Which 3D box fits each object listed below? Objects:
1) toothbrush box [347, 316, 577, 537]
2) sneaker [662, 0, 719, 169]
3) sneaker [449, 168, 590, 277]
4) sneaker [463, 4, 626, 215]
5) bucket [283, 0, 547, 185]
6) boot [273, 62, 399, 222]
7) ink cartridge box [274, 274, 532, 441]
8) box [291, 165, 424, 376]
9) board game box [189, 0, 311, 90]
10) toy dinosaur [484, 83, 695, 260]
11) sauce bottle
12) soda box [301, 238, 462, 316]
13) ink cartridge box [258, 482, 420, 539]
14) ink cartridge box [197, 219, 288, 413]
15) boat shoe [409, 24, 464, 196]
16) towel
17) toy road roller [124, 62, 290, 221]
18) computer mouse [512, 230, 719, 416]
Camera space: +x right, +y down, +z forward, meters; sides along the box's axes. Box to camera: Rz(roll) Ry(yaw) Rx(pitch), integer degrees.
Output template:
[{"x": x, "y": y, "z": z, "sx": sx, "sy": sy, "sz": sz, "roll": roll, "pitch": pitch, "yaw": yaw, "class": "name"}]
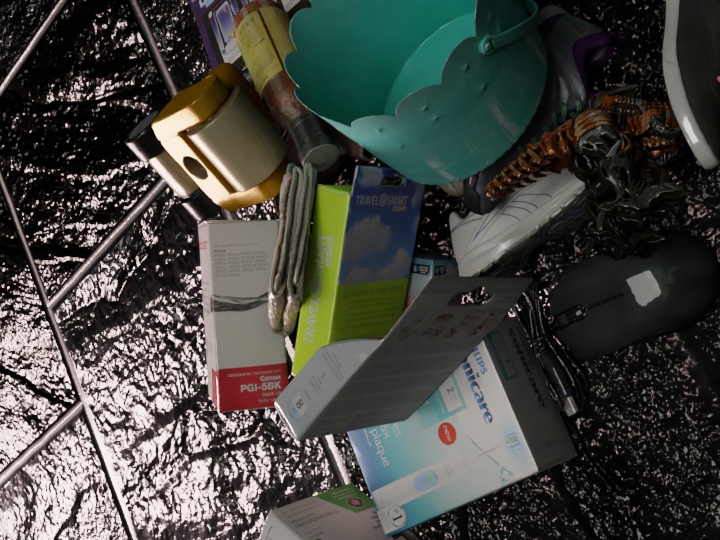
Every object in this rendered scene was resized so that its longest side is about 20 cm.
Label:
[{"x": 0.090, "y": 0.155, "z": 0.956, "sx": 0.199, "sy": 0.085, "sz": 0.149, "roll": -32, "pitch": 73, "yaw": 35, "class": "toothbrush box"}, {"x": 0.289, "y": -0.175, "z": 0.738, "sx": 0.098, "sy": 0.070, "sz": 0.203, "roll": -15, "pitch": 53, "yaw": 37, "class": "sneaker"}, {"x": 0.152, "y": -0.061, "z": 0.900, "sx": 0.199, "sy": 0.074, "sz": 0.088, "roll": -36, "pitch": 66, "yaw": 34, "class": "sneaker"}, {"x": 0.161, "y": -0.136, "z": 0.857, "sx": 0.086, "sy": 0.074, "sz": 0.203, "roll": 22, "pitch": 86, "yaw": 26, "class": "sneaker"}, {"x": 0.052, "y": -0.182, "z": 0.815, "sx": 0.205, "sy": 0.134, "sz": 0.211, "roll": -18, "pitch": 58, "yaw": 32, "class": "bucket"}, {"x": -0.030, "y": -0.127, "z": 1.004, "sx": 0.166, "sy": 0.071, "sz": 0.204, "roll": 35, "pitch": 111, "yaw": 65, "class": "boot"}, {"x": 0.038, "y": 0.061, "z": 0.839, "sx": 0.201, "sy": 0.159, "sz": 0.048, "roll": -52, "pitch": 59, "yaw": 27, "class": "ink cartridge box"}, {"x": 0.000, "y": 0.000, "z": 0.913, "sx": 0.047, "sy": 0.121, "sz": 0.204, "roll": 17, "pitch": 103, "yaw": 34, "class": "box"}, {"x": -0.100, "y": -0.302, "z": 1.097, "sx": 0.199, "sy": 0.056, "sz": 0.168, "roll": -30, "pitch": 72, "yaw": 37, "class": "board game box"}, {"x": 0.205, "y": -0.086, "z": 0.798, "sx": 0.197, "sy": 0.102, "sz": 0.138, "roll": -24, "pitch": 63, "yaw": 15, "class": "toy dinosaur"}, {"x": -0.075, "y": -0.187, "z": 0.985, "sx": 0.066, "sy": 0.065, "sz": 0.202, "roll": -43, "pitch": 55, "yaw": 33, "class": "sauce bottle"}, {"x": 0.012, "y": 0.009, "z": 1.023, "sx": 0.197, "sy": 0.063, "sz": 0.070, "roll": 9, "pitch": 98, "yaw": 38, "class": "soda box"}, {"x": 0.006, "y": 0.322, "z": 0.999, "sx": 0.199, "sy": 0.145, "sz": 0.086, "roll": 32, "pitch": 111, "yaw": 32, "class": "ink cartridge box"}, {"x": -0.133, "y": 0.046, "z": 1.091, "sx": 0.147, "sy": 0.081, "sz": 0.204, "roll": -175, "pitch": 81, "yaw": -77, "class": "ink cartridge box"}, {"x": 0.089, "y": -0.169, "z": 0.942, "sx": 0.074, "sy": 0.073, "sz": 0.204, "roll": -22, "pitch": 74, "yaw": 34, "class": "boat shoe"}, {"x": -0.069, "y": -0.016, "z": 0.938, "sx": 0.034, "sy": 0.200, "sz": 0.135, "roll": 8, "pitch": 75, "yaw": -4, "class": "towel"}, {"x": -0.140, "y": -0.153, "z": 1.021, "sx": 0.198, "sy": 0.147, "sz": 0.123, "roll": -6, "pitch": 133, "yaw": 52, "class": "toy road roller"}, {"x": 0.220, "y": 0.035, "z": 0.860, "sx": 0.199, "sy": 0.052, "sz": 0.141, "roll": -32, "pitch": 72, "yaw": 36, "class": "computer mouse"}]
